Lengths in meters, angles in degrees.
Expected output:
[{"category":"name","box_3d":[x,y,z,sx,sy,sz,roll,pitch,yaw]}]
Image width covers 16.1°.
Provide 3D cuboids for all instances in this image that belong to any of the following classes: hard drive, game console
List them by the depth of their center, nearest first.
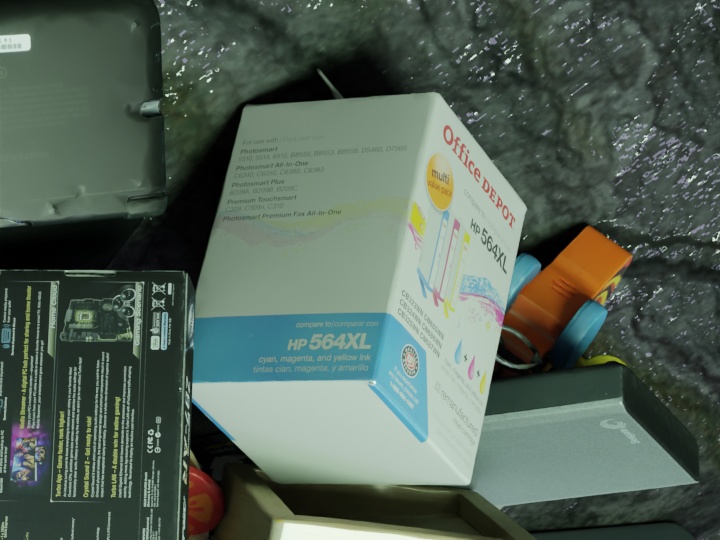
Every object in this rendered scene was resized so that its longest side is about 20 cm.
[{"category":"game console","box_3d":[-0.213,-0.059,1.328,0.199,0.116,0.177,-7,103,-28]},{"category":"hard drive","box_3d":[0.083,0.101,1.483,0.199,0.033,0.140,-10,154,23]}]

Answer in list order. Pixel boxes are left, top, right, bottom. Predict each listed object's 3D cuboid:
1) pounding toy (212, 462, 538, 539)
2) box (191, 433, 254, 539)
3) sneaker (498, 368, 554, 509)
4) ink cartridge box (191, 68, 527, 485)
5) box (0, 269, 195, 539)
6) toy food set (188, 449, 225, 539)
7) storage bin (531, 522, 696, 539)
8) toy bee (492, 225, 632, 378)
[{"category":"pounding toy","box_3d":[0.025,0.203,1.414,0.199,0.184,0.143,8,95,-14]},{"category":"box","box_3d":[-0.075,0.209,1.599,0.131,0.115,0.201,-10,134,-25]},{"category":"sneaker","box_3d":[0.075,0.108,1.639,0.200,0.080,0.072,-35,146,-32]},{"category":"ink cartridge box","box_3d":[0.000,0.000,1.387,0.124,0.201,0.129,-2,151,29]},{"category":"box","box_3d":[-0.166,0.101,1.287,0.159,0.201,0.044,0,166,2]},{"category":"toy food set","box_3d":[-0.179,0.137,1.456,0.197,0.049,0.201,12,121,-4]},{"category":"storage bin","box_3d":[0.173,0.263,1.804,0.199,0.146,0.135,-2,120,-31]},{"category":"toy bee","box_3d":[0.090,0.044,1.537,0.199,0.131,0.109,-8,137,-46]}]
